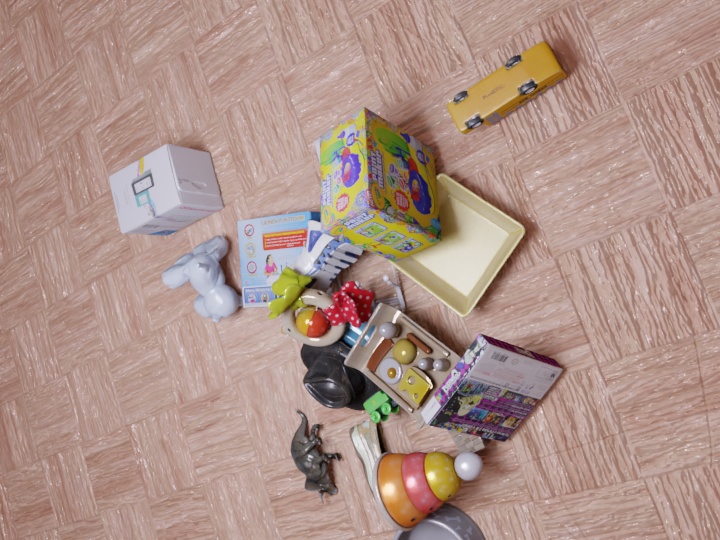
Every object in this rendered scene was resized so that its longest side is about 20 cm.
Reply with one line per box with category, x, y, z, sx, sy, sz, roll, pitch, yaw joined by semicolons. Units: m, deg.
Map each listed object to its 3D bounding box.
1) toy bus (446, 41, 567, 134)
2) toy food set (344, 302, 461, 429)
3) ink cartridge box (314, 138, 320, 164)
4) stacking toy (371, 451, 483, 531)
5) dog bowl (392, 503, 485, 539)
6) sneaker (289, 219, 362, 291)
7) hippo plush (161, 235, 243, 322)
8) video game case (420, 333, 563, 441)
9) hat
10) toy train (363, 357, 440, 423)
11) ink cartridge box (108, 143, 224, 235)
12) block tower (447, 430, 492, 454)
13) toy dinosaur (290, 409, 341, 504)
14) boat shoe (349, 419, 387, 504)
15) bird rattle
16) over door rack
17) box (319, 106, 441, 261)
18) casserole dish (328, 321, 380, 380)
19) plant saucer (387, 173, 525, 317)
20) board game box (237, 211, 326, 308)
toy bus;0.257;-0.319;1.109;0.200;0.078;0.065;-30;78;26
toy food set;0.074;0.170;1.133;0.200;0.060;0.144;37;103;33
ink cartridge box;-0.016;-0.189;1.281;0.109;0.050;0.200;-17;84;28
stacking toy;0.133;0.380;1.143;0.200;0.146;0.146;-30;78;28
dog bowl;0.148;0.558;1.210;0.200;0.059;0.201;1;92;30
sneaker;-0.086;-0.035;1.260;0.199;0.080;0.115;-38;50;24
hippo plush;-0.331;0.023;1.432;0.200;0.159;0.161;-14;116;43
video game case;0.230;0.209;1.083;0.181;0.200;0.036;-58;35;18
hat;-0.060;0.226;1.265;0.200;0.081;0.201;22;133;27
toy train;0.084;0.219;1.185;0.200;0.042;0.056;-44;61;23
ink cartridge box;-0.453;-0.183;1.466;0.200;0.147;0.146;-20;82;27
block tower;0.177;0.255;1.186;0.058;0.054;0.200;-35;76;26
toy dinosaur;-0.110;0.395;1.337;0.102;0.077;0.200;-40;76;17
boat shoe;0.049;0.397;1.258;0.076;0.072;0.200;-27;80;11
bird rattle;-0.079;0.077;1.200;0.200;0.113;0.163;12;129;-5
over door rack;0.000;0.000;1.268;0.147;0.067;0.200;-13;86;28
box;0.035;-0.148;1.129;0.122;0.192;0.200;-24;59;40
casserole dish;0.004;0.155;1.254;0.200;0.039;0.121;36;132;15
plant saucer;0.179;-0.048;1.174;0.200;0.048;0.200;38;105;22
board game box;-0.170;-0.021;1.367;0.200;0.056;0.196;-4;89;29
